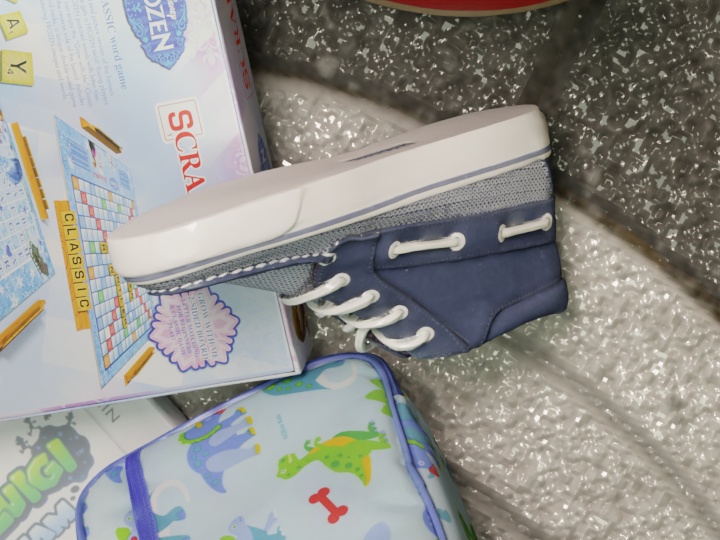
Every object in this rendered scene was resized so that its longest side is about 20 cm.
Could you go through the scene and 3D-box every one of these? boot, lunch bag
[{"bbox_3d":[0.000,0.000,0.850,0.200,0.073,0.090,-17,102,-27],"label":"boot"},{"bbox_3d":[-0.029,0.137,0.855,0.161,0.200,0.082,-25,131,7],"label":"lunch bag"}]

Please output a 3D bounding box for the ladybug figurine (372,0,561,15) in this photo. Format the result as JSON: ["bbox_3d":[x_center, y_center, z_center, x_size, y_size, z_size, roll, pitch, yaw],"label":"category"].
[{"bbox_3d":[0.035,-0.168,0.847,0.200,0.072,0.136,1,101,10],"label":"ladybug figurine"}]

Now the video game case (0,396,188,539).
[{"bbox_3d":[-0.194,0.082,0.967,0.200,0.024,0.182,-42,91,14],"label":"video game case"}]

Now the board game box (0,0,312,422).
[{"bbox_3d":[-0.138,-0.039,0.895,0.199,0.041,0.200,-9,104,10],"label":"board game box"}]
